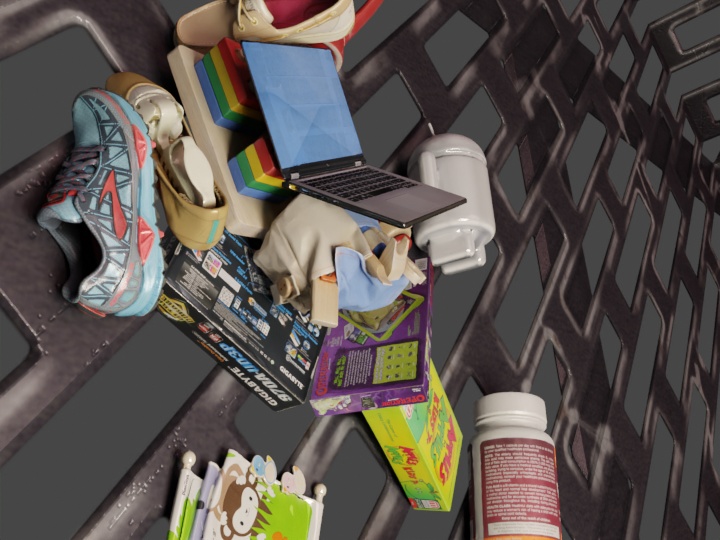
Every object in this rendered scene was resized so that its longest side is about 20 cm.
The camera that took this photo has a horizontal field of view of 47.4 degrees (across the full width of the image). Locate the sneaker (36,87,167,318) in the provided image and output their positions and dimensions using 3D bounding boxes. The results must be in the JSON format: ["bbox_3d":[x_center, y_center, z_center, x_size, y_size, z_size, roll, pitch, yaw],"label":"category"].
[{"bbox_3d":[-0.222,-0.062,0.687,0.095,0.078,0.204,-1,74,-50],"label":"sneaker"}]

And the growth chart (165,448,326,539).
[{"bbox_3d":[-0.101,0.238,0.750,0.199,0.018,0.148,31,51,-43],"label":"growth chart"}]

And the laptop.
[{"bbox_3d":[0.001,-0.138,0.800,0.187,0.197,0.118,-26,133,-63],"label":"laptop"}]

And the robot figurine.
[{"bbox_3d":[0.122,-0.101,1.121,0.169,0.111,0.204,36,46,-58],"label":"robot figurine"}]

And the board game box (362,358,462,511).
[{"bbox_3d":[0.062,0.170,0.916,0.103,0.047,0.202,-72,149,-41],"label":"board game box"}]

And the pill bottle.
[{"bbox_3d":[0.192,0.266,1.036,0.113,0.113,0.204,29,52,-41],"label":"pill bottle"}]

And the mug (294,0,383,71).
[{"bbox_3d":[-0.056,-0.339,0.963,0.133,0.174,0.204,32,53,-56],"label":"mug"}]

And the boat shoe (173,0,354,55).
[{"bbox_3d":[-0.102,-0.270,0.856,0.069,0.196,0.075,98,-22,-76],"label":"boat shoe"}]

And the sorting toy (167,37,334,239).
[{"bbox_3d":[-0.084,-0.134,0.855,0.198,0.069,0.203,9,56,-60],"label":"sorting toy"}]

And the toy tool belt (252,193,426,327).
[{"bbox_3d":[0.000,0.000,0.815,0.198,0.126,0.124,-5,51,-45],"label":"toy tool belt"}]

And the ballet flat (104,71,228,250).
[{"bbox_3d":[-0.171,-0.116,0.748,0.068,0.063,0.202,-19,72,-39],"label":"ballet flat"}]

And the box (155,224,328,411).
[{"bbox_3d":[-0.111,0.017,0.818,0.200,0.045,0.161,46,42,-29],"label":"box"}]

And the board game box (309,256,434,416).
[{"bbox_3d":[0.017,0.065,0.869,0.202,0.117,0.033,-80,160,-51],"label":"board game box"}]
